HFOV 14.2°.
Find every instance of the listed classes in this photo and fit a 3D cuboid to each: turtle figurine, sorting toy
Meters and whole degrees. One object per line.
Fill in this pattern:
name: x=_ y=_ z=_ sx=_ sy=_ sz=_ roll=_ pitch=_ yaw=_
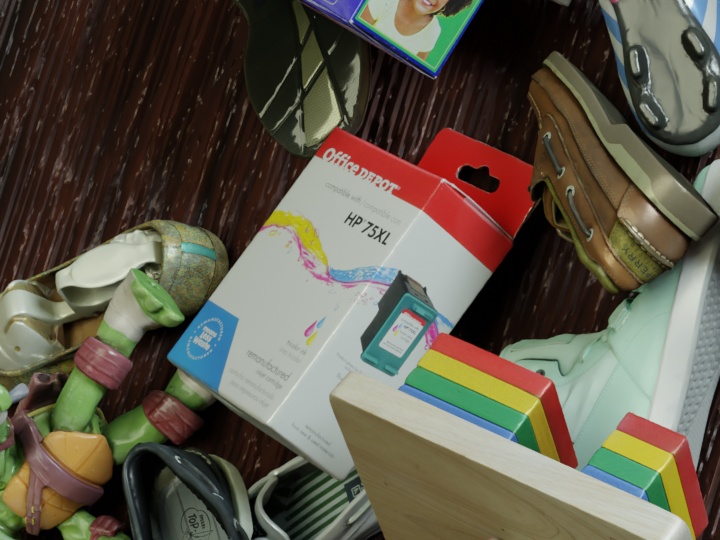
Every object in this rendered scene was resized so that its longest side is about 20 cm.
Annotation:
turtle figurine: x=-0.150 y=0.109 z=1.613 sx=0.144 sy=0.200 sz=0.194 roll=43 pitch=95 yaw=10
sorting toy: x=0.103 y=0.132 z=1.428 sx=0.200 sy=0.199 sz=0.070 roll=23 pitch=60 yaw=33

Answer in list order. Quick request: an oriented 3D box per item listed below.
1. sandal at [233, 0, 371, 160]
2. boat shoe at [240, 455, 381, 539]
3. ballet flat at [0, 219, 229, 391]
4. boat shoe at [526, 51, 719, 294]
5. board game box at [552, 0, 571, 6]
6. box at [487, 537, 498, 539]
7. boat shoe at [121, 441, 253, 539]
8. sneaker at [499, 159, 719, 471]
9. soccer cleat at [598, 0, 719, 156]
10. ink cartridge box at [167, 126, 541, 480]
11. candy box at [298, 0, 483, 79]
sandal: x=-0.029 y=-0.143 z=1.666 sx=0.080 sy=0.057 sz=0.201 roll=-35 pitch=45 yaw=20
boat shoe: x=-0.041 y=0.135 z=1.585 sx=0.200 sy=0.067 sz=0.074 roll=-39 pitch=59 yaw=18
ballet flat: x=-0.170 y=0.020 z=1.703 sx=0.200 sy=0.071 sz=0.071 roll=-23 pitch=65 yaw=27
boat shoe: x=0.115 y=-0.052 z=1.489 sx=0.068 sy=0.072 sz=0.200 roll=-46 pitch=23 yaw=8
board game box: x=0.072 y=-0.233 z=1.606 sx=0.200 sy=0.035 sz=0.127 roll=31 pitch=95 yaw=49
box: x=0.026 y=0.246 z=1.389 sx=0.109 sy=0.128 sz=0.200 roll=42 pitch=120 yaw=-5
boat shoe: x=-0.085 y=0.162 z=1.508 sx=0.074 sy=0.066 sz=0.200 roll=-37 pitch=41 yaw=22
sneaker: x=0.130 y=0.027 z=1.495 sx=0.118 sy=0.074 sz=0.201 roll=17 pitch=89 yaw=29
soccer cleat: x=0.152 y=-0.155 z=1.512 sx=0.070 sy=0.086 sz=0.201 roll=-12 pitch=83 yaw=13
ink cartridge box: x=0.000 y=0.000 z=1.557 sx=0.200 sy=0.067 sz=0.116 roll=-54 pitch=36 yaw=-6
candy box: x=0.025 y=-0.227 z=1.562 sx=0.169 sy=0.077 sz=0.200 roll=35 pitch=96 yaw=49
